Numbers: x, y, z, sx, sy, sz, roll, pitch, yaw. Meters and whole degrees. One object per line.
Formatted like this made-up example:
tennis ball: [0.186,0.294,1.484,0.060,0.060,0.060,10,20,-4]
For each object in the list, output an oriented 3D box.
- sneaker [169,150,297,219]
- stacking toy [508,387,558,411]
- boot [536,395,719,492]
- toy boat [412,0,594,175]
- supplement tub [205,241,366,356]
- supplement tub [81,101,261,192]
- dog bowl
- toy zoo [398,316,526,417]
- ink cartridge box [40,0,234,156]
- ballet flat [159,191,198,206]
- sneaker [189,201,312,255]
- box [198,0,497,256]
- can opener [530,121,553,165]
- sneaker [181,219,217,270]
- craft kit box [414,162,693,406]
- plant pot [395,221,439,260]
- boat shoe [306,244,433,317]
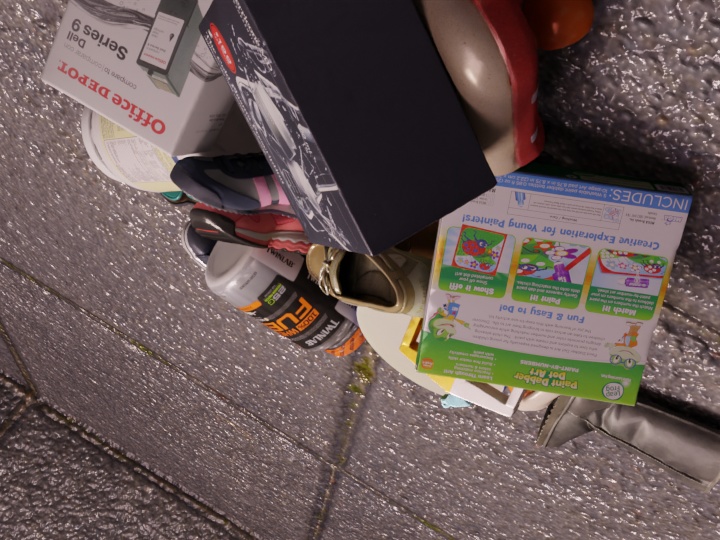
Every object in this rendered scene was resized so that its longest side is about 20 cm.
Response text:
sneaker: [-0.083,-0.098,0.839,0.070,0.199,0.082,50,123,37]
stacking toy: [0.162,0.028,0.903,0.200,0.146,0.146,52,152,7]
boot: [0.316,0.196,1.032,0.199,0.073,0.182,22,152,9]
toy boat: [0.109,-0.163,0.641,0.131,0.130,0.200,60,179,24]
supplement tub: [-0.080,0.019,1.088,0.200,0.123,0.122,35,154,-28]
supplement tub: [-0.192,-0.156,0.937,0.199,0.145,0.145,3,139,44]
dog bowl: [0.097,0.064,1.036,0.199,0.079,0.200,26,151,16]
toy zoo: [0.116,0.049,0.841,0.131,0.020,0.201,30,116,19]
ink cartridge box: [-0.164,-0.219,0.761,0.145,0.084,0.201,30,108,8]
ballet flat: [-0.194,-0.101,1.091,0.200,0.073,0.073,25,155,52]
sneaker: [-0.102,-0.067,0.946,0.073,0.087,0.200,10,-178,38]
box: [-0.019,-0.125,0.640,0.201,0.104,0.182,62,167,-11]
can opener: [0.075,-0.098,0.796,0.199,0.079,0.064,0,97,23]
sneaker: [-0.140,-0.012,1.175,0.200,0.079,0.079,33,158,-21]
craft kit box: [0.159,0.009,0.758,0.199,0.049,0.199,9,111,2]
plant pot: [0.033,-0.041,0.910,0.199,0.027,0.201,21,124,35]
boat shoe: [0.000,0.003,0.876,0.200,0.063,0.074,25,112,49]
